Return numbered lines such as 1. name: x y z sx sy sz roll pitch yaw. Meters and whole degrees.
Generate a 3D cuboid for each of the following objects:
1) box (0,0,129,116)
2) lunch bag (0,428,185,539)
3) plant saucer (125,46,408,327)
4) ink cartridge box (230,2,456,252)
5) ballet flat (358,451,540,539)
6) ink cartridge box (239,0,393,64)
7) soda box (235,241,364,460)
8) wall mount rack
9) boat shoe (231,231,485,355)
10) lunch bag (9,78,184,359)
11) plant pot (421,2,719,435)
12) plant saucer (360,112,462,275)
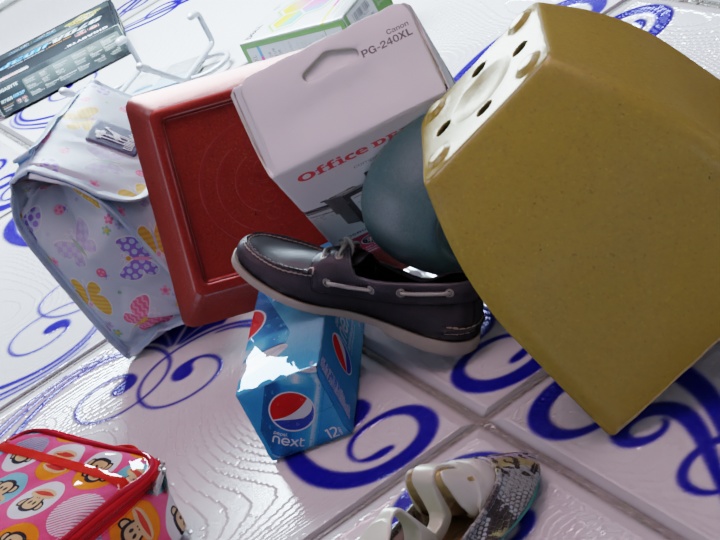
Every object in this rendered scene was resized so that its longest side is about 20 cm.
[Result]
1. box: -0.416 -0.293 2.540 0.200 0.046 0.159 -27 23 0
2. lunch bag: -0.222 0.182 1.331 0.176 0.082 0.200 -38 27 -33
3. plant saucer: -0.077 -0.074 1.514 0.200 0.200 0.037 -15 -3 4
4. ink cartridge box: 0.011 -0.098 1.380 0.145 0.200 0.083 -26 67 7
5. ballet flat: 0.042 0.157 1.108 0.072 0.072 0.200 -2 33 44
6. ink cartridge box: -0.067 -0.267 2.098 0.200 0.059 0.104 -10 29 35
7. soda box: -0.042 0.057 1.406 0.068 0.064 0.200 -21 24 14
8. wall mount rack: -0.265 -0.243 2.241 0.200 0.075 0.174 -15 27 29
9. boat shoe: 0.000 0.000 1.366 0.200 0.063 0.073 20 31 16
10. lunch bag: -0.203 -0.056 1.619 0.127 0.200 0.170 -31 18 30
11. plant pot: 0.148 -0.057 1.193 0.194 0.200 0.196 -46 18 20
12. plant saucer: 0.101 -0.048 1.339 0.201 0.201 0.039 -22 49 13
